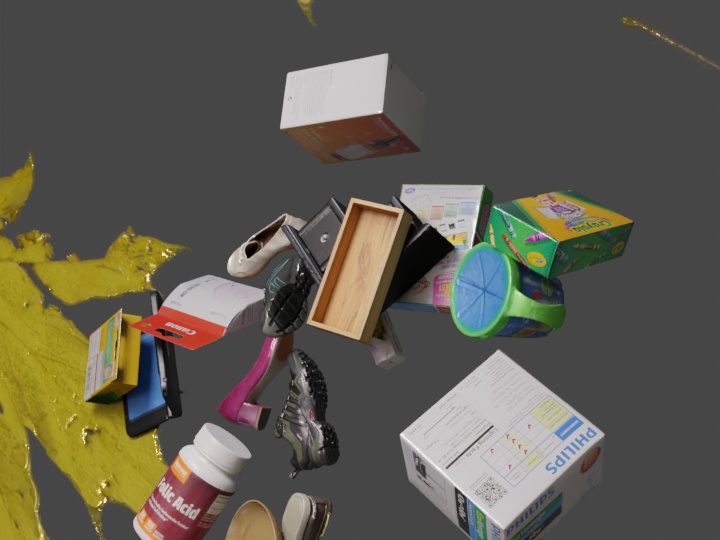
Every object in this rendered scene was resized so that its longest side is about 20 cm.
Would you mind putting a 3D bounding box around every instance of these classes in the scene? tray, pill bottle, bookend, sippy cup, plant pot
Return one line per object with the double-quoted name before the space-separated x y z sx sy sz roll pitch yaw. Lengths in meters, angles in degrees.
"tray" 0.000 0.000 1.547 0.098 0.037 0.203 14 80 33
"pill bottle" -0.270 0.359 1.691 0.114 0.114 0.201 36 92 35
"bookend" 0.009 -0.052 1.640 0.200 0.092 0.200 -41 56 11
"sippy cup" 0.218 0.039 1.492 0.140 0.129 0.180 -51 39 35
"plant pot" -0.164 0.458 1.599 0.199 0.027 0.203 -32 52 53

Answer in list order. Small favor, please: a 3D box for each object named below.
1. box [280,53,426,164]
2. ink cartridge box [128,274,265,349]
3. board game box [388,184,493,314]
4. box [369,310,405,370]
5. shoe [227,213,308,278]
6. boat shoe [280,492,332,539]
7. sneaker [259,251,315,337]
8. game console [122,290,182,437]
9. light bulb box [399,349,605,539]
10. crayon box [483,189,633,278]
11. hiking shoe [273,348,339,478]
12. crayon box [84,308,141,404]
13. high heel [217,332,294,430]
"box" -0.010 -0.266 1.745 0.197 0.152 0.108 -4 69 30
"ink cartridge box" -0.267 0.065 1.756 0.161 0.199 0.058 14 108 33
"board game box" 0.120 -0.036 1.648 0.151 0.040 0.203 4 74 32
"box" 0.017 0.063 1.673 0.038 0.041 0.202 -31 58 17
"shoe" -0.171 -0.046 1.802 0.199 0.053 0.071 -28 50 35
"boat shoe" -0.100 0.433 1.586 0.072 0.059 0.203 41 115 55
"sneaker" -0.125 0.043 1.723 0.079 0.076 0.201 -21 28 35
"game console" -0.386 0.166 1.838 0.114 0.177 0.203 -11 64 -4
"light bulb box" 0.192 0.253 1.402 0.197 0.126 0.199 -37 52 -19
"crayon box" 0.281 -0.055 1.463 0.118 0.198 0.059 33 121 35
"hiking shoe" -0.103 0.225 1.664 0.100 0.076 0.203 -24 62 18
"crayon box" -0.437 0.156 1.851 0.199 0.051 0.128 -31 54 56
"high heel" -0.175 0.161 1.741 0.095 0.067 0.203 15 91 29
